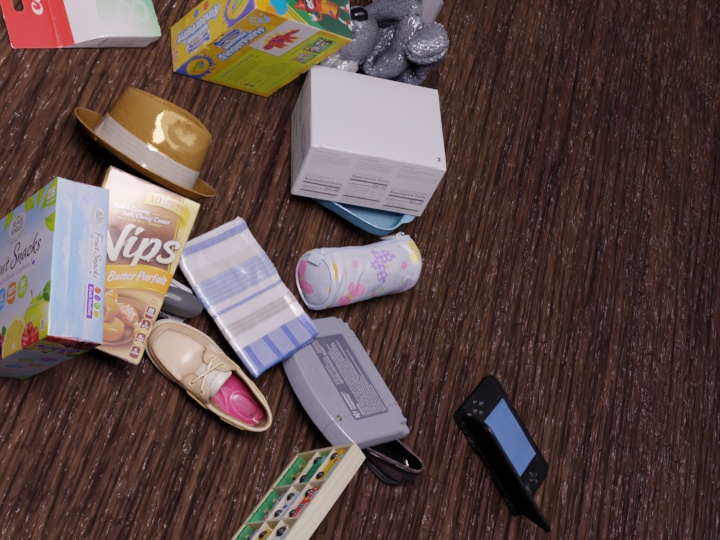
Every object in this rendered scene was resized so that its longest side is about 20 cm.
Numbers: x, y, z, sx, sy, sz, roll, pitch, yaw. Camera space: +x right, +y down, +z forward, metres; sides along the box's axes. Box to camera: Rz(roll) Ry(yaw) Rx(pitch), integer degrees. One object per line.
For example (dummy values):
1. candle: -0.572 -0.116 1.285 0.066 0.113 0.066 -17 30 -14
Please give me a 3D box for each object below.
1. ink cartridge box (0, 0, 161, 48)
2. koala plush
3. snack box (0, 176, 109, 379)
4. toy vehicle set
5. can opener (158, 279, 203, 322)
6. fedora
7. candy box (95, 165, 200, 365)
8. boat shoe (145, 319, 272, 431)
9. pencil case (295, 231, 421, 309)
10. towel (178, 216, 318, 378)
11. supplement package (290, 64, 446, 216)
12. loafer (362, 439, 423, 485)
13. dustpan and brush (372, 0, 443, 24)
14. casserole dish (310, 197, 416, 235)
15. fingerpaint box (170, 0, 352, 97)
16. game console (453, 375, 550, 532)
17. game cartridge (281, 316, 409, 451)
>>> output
1. ink cartridge box: -0.366 -0.368 1.353 0.199 0.050 0.163 -12 84 -47
2. koala plush: 0.003 -0.357 1.637 0.198 0.184 0.179 -11 71 -24
3. snack box: -0.343 0.014 1.133 0.067 0.199 0.171 13 68 -39
4. toy vehicle set: -0.088 0.300 1.325 0.027 0.124 0.200 54 47 -15
5. can opener: -0.279 0.000 1.290 0.199 0.067 0.054 35 56 -29
6. fedora: -0.249 -0.166 1.295 0.199 0.201 0.082 28 99 -33
7. candy box: -0.278 -0.006 1.234 0.114 0.055 0.202 22 85 -18
8. boat shoe: -0.183 0.133 1.319 0.200 0.069 0.074 41 79 -25
9. pencil case: 0.000 0.000 1.533 0.199 0.091 0.083 -13 45 -43
10. towel: -0.149 0.031 1.393 0.201 0.024 0.146 56 38 4
11. supplement package: 0.008 -0.186 1.518 0.198 0.111 0.157 9 54 -16
12. loafer: 0.012 0.227 1.485 0.200 0.063 0.072 44 50 -23
13. dustpan and brush: 0.045 -0.469 1.740 0.199 0.140 0.057 33 59 1
14. casserole dish: -0.009 -0.123 1.562 0.199 0.039 0.122 30 52 2
15. fingerpaint box: -0.137 -0.324 1.443 0.166 0.199 0.074 7 69 -40
16. game console: 0.245 0.280 1.647 0.176 0.116 0.201 -41 105 -42
17. game cartridge: -0.030 0.154 1.441 0.132 0.041 0.201 -2 51 -47
